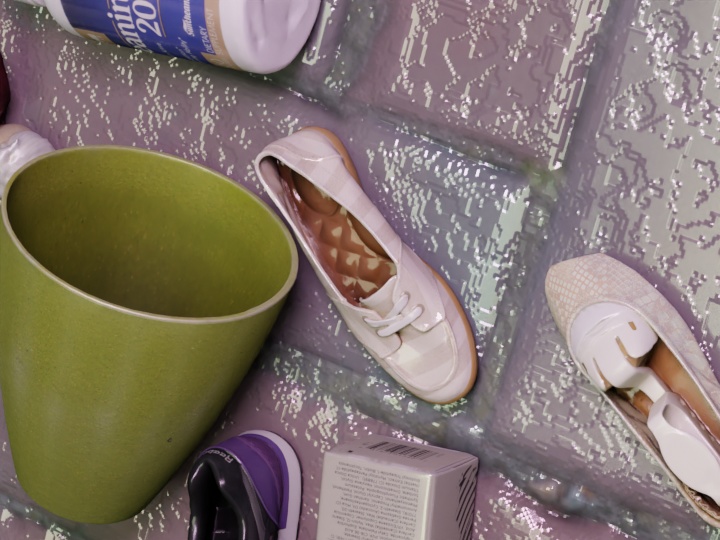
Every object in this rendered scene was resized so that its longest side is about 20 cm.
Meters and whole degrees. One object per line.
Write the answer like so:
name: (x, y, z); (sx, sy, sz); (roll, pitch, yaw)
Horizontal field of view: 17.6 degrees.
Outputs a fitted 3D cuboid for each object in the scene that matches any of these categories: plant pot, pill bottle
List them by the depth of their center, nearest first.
pill bottle: (-0.131, -0.193, 1.452); (0.199, 0.111, 0.112); (14, 102, 26)
plant pot: (-0.153, 0.055, 1.471); (0.187, 0.187, 0.201); (32, 124, 21)

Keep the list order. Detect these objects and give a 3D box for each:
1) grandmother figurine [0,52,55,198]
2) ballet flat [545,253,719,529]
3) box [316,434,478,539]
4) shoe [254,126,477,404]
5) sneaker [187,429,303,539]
grandmother figurine: (-0.273, -0.127, 1.568); (0.200, 0.060, 0.121); (51, 142, 11)
ballet flat: (0.173, 0.068, 1.350); (0.200, 0.062, 0.067); (50, 114, 15)
box: (0.017, 0.210, 1.444); (0.082, 0.068, 0.201); (11, 101, 26)
shoe: (0.000, 0.000, 1.437); (0.070, 0.053, 0.201); (-40, 77, 25)
sneaker: (-0.082, 0.208, 1.484); (0.075, 0.087, 0.202); (-4, 94, 28)
